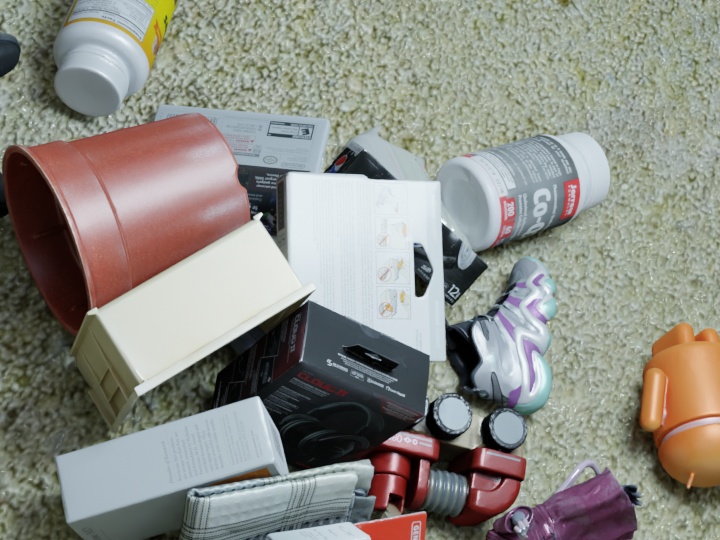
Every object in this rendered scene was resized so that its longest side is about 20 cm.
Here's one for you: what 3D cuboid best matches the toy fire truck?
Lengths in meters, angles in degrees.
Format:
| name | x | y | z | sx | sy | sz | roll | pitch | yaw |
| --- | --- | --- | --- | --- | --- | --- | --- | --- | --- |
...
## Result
| name | x | y | z | sx | sy | sz | roll | pitch | yaw |
| --- | --- | --- | --- | --- | --- | --- | --- | --- | --- |
| toy fire truck | 0.082 | 0.230 | 1.713 | 0.176 | 0.129 | 0.200 | 16 | 65 | -17 |

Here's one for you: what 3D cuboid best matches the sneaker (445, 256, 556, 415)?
| name | x | y | z | sx | sy | sz | roll | pitch | yaw |
| --- | --- | --- | --- | --- | --- | --- | --- | --- | --- |
| sneaker | 0.146 | 0.058 | 1.874 | 0.140 | 0.078 | 0.200 | 16 | 53 | -18 |

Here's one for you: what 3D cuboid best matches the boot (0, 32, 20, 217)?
| name | x | y | z | sx | sy | sz | roll | pitch | yaw |
| --- | --- | --- | --- | --- | --- | --- | --- | --- | --- |
| boot | -0.406 | -0.147 | 1.741 | 0.165 | 0.066 | 0.200 | -17 | 65 | -25 |

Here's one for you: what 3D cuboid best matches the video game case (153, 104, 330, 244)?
| name | x | y | z | sx | sy | sz | roll | pitch | yaw |
| --- | --- | --- | --- | --- | --- | --- | --- | --- | --- |
| video game case | -0.145 | -0.103 | 1.820 | 0.199 | 0.023 | 0.182 | 6 | 53 | 7 |

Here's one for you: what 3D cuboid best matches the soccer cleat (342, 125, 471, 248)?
| name | x | y | z | sx | sy | sz | roll | pitch | yaw |
| --- | --- | --- | --- | --- | --- | --- | --- | --- | --- |
| soccer cleat | 0.064 | -0.091 | 1.934 | 0.200 | 0.069 | 0.078 | 43 | 65 | 9 |

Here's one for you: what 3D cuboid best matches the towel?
| name | x | y | z | sx | sy | sz | roll | pitch | yaw |
| --- | --- | --- | --- | --- | --- | --- | --- | --- | --- |
| towel | -0.082 | 0.270 | 1.556 | 0.200 | 0.193 | 0.035 | -7 | 34 | -30 |

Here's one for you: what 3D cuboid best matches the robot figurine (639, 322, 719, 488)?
| name | x | y | z | sx | sy | sz | roll | pitch | yaw |
| --- | --- | --- | --- | --- | --- | --- | --- | --- | --- |
| robot figurine | 0.388 | 0.162 | 1.903 | 0.144 | 0.116 | 0.200 | 48 | 30 | -54 |

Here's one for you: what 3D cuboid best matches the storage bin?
| name | x | y | z | sx | sy | sz | roll | pitch | yaw |
| --- | --- | --- | --- | --- | --- | --- | --- | --- | --- |
| storage bin | -0.171 | 0.055 | 1.616 | 0.200 | 0.199 | 0.094 | -32 | 84 | -22 |

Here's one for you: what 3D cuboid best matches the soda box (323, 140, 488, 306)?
| name | x | y | z | sx | sy | sz | roll | pitch | yaw |
| --- | --- | --- | --- | --- | --- | --- | --- | --- | --- |
| soda box | 0.047 | -0.052 | 1.839 | 0.200 | 0.071 | 0.063 | 42 | 91 | -18 |

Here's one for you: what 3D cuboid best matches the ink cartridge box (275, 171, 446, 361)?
| name | x | y | z | sx | sy | sz | roll | pitch | yaw |
| --- | --- | --- | --- | --- | --- | --- | --- | --- | --- |
| ink cartridge box | 0.000 | 0.000 | 1.744 | 0.173 | 0.044 | 0.201 | 2 | 82 | -21 |

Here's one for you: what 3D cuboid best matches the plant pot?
| name | x | y | z | sx | sy | sz | roll | pitch | yaw |
| --- | --- | --- | --- | --- | --- | --- | --- | --- | --- |
| plant pot | -0.229 | -0.062 | 1.667 | 0.195 | 0.201 | 0.201 | -23 | 71 | -25 |

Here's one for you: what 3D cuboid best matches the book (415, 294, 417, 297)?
| name | x | y | z | sx | sy | sz | roll | pitch | yaw |
| --- | --- | --- | --- | --- | --- | --- | --- | --- | --- |
| book | -0.009 | 0.022 | 1.847 | 0.133 | 0.048 | 0.200 | -14 | 63 | -34 |

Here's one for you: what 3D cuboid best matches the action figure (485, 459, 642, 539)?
| name | x | y | z | sx | sy | sz | roll | pitch | yaw |
| --- | --- | --- | --- | --- | --- | --- | --- | --- | --- |
| action figure | 0.192 | 0.266 | 1.745 | 0.200 | 0.134 | 0.149 | -20 | 31 | -8 |

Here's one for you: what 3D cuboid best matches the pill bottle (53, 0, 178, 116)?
| name | x | y | z | sx | sy | sz | roll | pitch | yaw |
| --- | --- | --- | --- | --- | --- | --- | --- | --- | --- |
| pill bottle | -0.277 | -0.270 | 1.859 | 0.109 | 0.109 | 0.200 | 24 | 52 | -11 |

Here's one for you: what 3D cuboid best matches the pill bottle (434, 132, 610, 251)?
| name | x | y | z | sx | sy | sz | roll | pitch | yaw |
| --- | --- | --- | --- | --- | --- | --- | --- | --- | --- |
| pill bottle | 0.196 | -0.099 | 1.978 | 0.200 | 0.114 | 0.114 | -17 | 68 | -33 |

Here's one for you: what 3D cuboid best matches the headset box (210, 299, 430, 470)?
| name | x | y | z | sx | sy | sz | roll | pitch | yaw |
| --- | --- | --- | --- | --- | --- | --- | --- | --- | --- |
| headset box | -0.037 | 0.119 | 1.649 | 0.149 | 0.200 | 0.077 | 26 | 51 | -25 |

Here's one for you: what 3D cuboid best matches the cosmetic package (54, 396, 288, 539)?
| name | x | y | z | sx | sy | sz | roll | pitch | yaw |
| --- | --- | --- | --- | --- | --- | --- | --- | --- | --- |
| cosmetic package | -0.173 | 0.193 | 1.555 | 0.200 | 0.101 | 0.071 | -17 | 63 | 2 |

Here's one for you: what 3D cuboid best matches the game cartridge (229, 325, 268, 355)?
| name | x | y | z | sx | sy | sz | roll | pitch | yaw |
| --- | --- | --- | --- | --- | --- | --- | --- | --- | --- |
| game cartridge | -0.079 | 0.003 | 1.783 | 0.200 | 0.041 | 0.133 | -39 | 67 | -22 |

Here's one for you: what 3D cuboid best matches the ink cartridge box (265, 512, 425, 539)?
| name | x | y | z | sx | sy | sz | roll | pitch | yaw |
| --- | --- | --- | --- | --- | --- | --- | --- | --- | --- |
| ink cartridge box | -0.009 | 0.336 | 1.551 | 0.173 | 0.044 | 0.201 | -4 | 105 | -28 |
